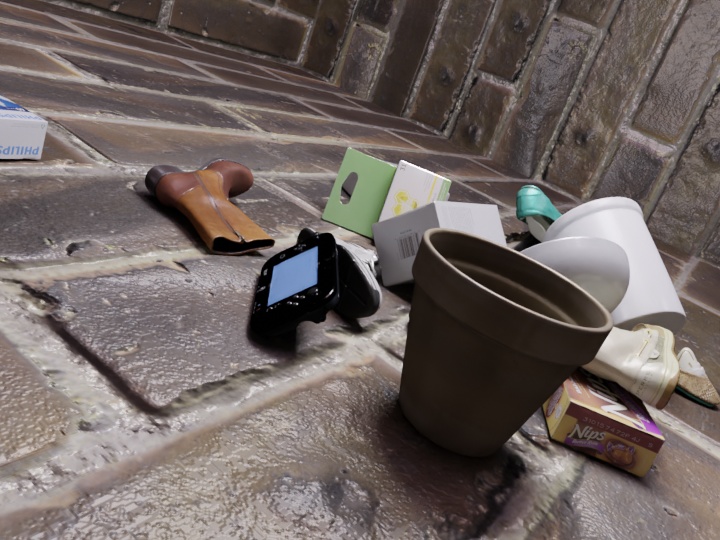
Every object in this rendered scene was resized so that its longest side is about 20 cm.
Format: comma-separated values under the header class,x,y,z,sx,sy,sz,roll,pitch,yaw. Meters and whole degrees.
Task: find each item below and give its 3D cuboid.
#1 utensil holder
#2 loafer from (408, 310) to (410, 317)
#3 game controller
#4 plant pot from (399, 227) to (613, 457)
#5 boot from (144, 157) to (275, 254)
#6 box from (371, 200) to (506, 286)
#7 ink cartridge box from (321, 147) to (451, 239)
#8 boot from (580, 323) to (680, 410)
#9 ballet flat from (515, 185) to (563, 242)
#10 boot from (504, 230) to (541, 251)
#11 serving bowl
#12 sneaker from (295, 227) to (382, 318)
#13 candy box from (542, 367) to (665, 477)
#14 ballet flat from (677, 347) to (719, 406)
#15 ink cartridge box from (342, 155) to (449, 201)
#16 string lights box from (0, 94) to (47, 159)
class,x,y,z,sx,sy,sz,roll,pitch,yaw
utensil holder,0.399,0.016,1.029,0.167,0.170,0.204,10,54,-30
loafer,0.138,0.044,0.910,0.070,0.074,0.198,31,21,29
game controller,-0.074,0.011,0.752,0.102,0.043,0.201,-16,23,3
plant pot,0.123,0.080,0.648,0.196,0.176,0.201,19,19,-7
boot,-0.187,-0.097,0.938,0.199,0.070,0.186,36,23,33
box,0.129,-0.042,1.011,0.123,0.100,0.198,-17,-8,37
ink cartridge box,0.047,-0.126,1.151,0.196,0.148,0.048,22,-9,-4
boot,0.316,0.091,0.828,0.152,0.073,0.200,24,19,12
ballet flat,0.336,-0.071,1.140,0.198,0.072,0.067,32,-24,-32
boot,0.245,-0.040,1.188,0.148,0.075,0.199,9,19,33
serving bowl,0.275,0.038,0.884,0.196,0.200,0.067,12,54,-26
sneaker,0.000,-0.001,0.875,0.113,0.077,0.200,6,23,-35
candy box,0.285,0.157,0.803,0.115,0.057,0.200,23,18,1
ballet flat,0.502,0.145,1.057,0.198,0.066,0.070,30,20,19
ink cartridge box,0.071,-0.179,1.409,0.196,0.086,0.146,11,21,-28
string lights box,-0.539,-0.217,0.879,0.198,0.060,0.102,29,19,17
